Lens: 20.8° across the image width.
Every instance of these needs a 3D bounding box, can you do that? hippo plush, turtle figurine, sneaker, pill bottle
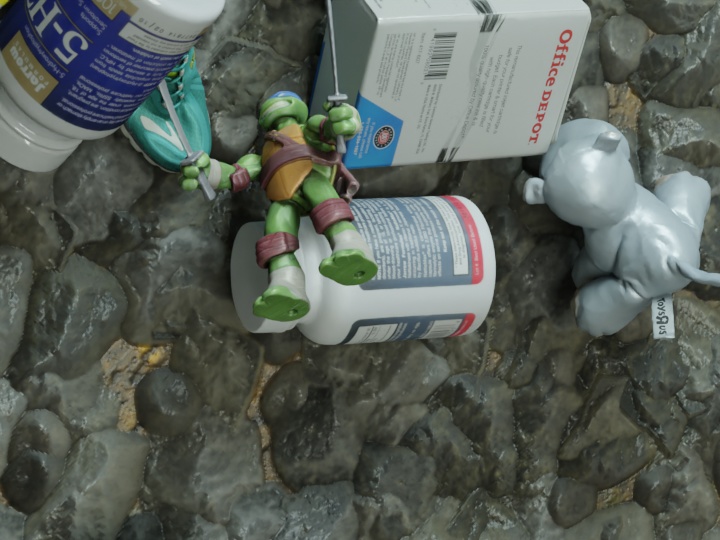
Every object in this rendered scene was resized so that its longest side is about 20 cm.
[{"bbox_3d":[0.206,-0.039,1.699,0.161,0.200,0.159,40,115,-18],"label":"hippo plush"},{"bbox_3d":[-0.068,-0.076,1.488,0.143,0.195,0.200,-12,150,-7],"label":"turtle figurine"},{"bbox_3d":[-0.160,-0.168,1.534,0.077,0.080,0.201,-21,110,-20],"label":"sneaker"},{"bbox_3d":[0.000,0.000,1.628,0.199,0.119,0.120,-3,102,-26],"label":"pill bottle"},{"bbox_3d":[-0.202,-0.168,1.450,0.119,0.120,0.200,27,126,-28],"label":"pill bottle"}]

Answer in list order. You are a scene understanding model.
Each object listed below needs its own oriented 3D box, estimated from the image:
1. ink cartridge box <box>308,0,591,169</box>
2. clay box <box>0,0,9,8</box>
[{"bbox_3d":[0.072,-0.170,1.619,0.199,0.084,0.147,-6,130,-26],"label":"ink cartridge box"},{"bbox_3d":[-0.313,-0.231,1.445,0.200,0.048,0.115,-39,116,5],"label":"clay box"}]
